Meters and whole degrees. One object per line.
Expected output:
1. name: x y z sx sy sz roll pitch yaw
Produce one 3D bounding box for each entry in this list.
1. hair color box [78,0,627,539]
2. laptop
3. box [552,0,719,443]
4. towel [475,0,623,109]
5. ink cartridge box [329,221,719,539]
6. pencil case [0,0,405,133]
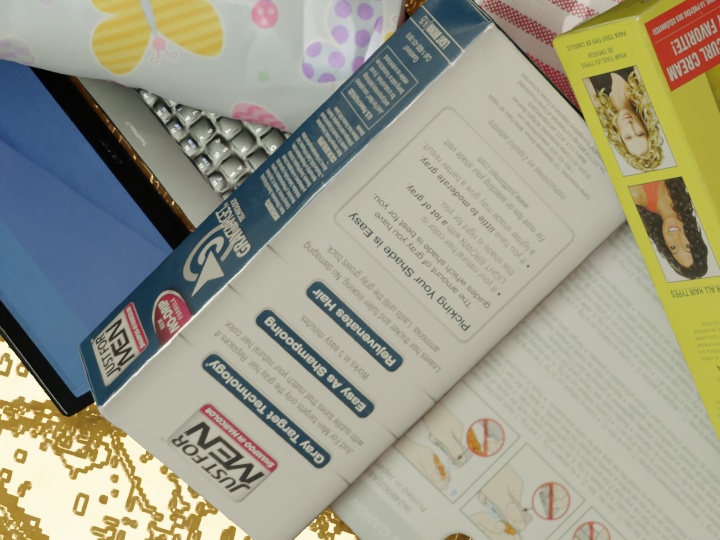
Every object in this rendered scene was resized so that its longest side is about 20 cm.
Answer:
1. hair color box: 0.000 0.000 0.886 0.200 0.061 0.100 -44 117 5
2. laptop: -0.084 -0.072 0.954 0.200 0.103 0.177 -39 85 4
3. box: 0.144 -0.010 0.864 0.075 0.050 0.201 -29 101 -34
4. towel: 0.091 -0.042 0.952 0.146 0.030 0.201 26 91 -9
5. ink cartridge box: 0.106 0.066 0.936 0.160 0.047 0.200 44 95 -11
6. pencil case: -0.080 -0.108 0.918 0.199 0.091 0.083 14 109 -8
